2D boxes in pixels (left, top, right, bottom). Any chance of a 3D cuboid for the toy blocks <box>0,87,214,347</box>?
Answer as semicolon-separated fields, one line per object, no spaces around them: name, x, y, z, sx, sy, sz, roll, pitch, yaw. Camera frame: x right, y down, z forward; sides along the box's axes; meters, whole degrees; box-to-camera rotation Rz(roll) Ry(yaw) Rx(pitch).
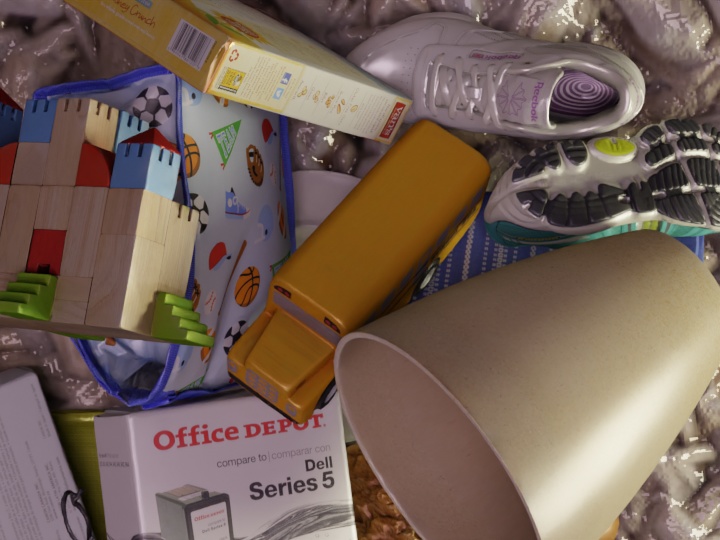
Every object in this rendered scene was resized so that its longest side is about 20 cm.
toy blocks;-0.165;-0.035;0.927;0.199;0.100;0.137;4;80;33

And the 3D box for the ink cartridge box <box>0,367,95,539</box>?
ink cartridge box;-0.292;0.177;1.128;0.199;0.057;0.163;-21;100;-24

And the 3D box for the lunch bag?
lunch bag;-0.118;-0.019;1.039;0.123;0.170;0.201;-8;90;23

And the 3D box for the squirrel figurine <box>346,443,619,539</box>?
squirrel figurine;0.075;0.162;1.101;0.199;0.142;0.188;1;97;-11

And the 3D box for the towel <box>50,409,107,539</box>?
towel;-0.190;0.200;1.206;0.086;0.018;0.201;-2;104;5

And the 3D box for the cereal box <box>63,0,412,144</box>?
cereal box;-0.075;-0.136;0.994;0.144;0.200;0.040;34;103;30

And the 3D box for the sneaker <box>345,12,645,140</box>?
sneaker;0.086;-0.125;1.055;0.199;0.100;0.075;4;103;5

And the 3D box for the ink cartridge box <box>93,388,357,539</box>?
ink cartridge box;-0.081;0.179;1.045;0.145;0.084;0.201;-7;88;-23

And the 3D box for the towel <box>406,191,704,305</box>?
towel;0.126;0.017;1.086;0.199;0.024;0.145;6;64;5

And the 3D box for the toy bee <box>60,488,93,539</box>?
toy bee;-0.113;0.207;1.132;0.108;0.200;0.131;-21;70;3

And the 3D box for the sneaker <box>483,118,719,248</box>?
sneaker;0.172;-0.049;1.061;0.199;0.080;0.078;-2;69;-20

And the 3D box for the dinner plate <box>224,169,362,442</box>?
dinner plate;-0.032;0.030;1.145;0.199;0.024;0.201;1;103;5

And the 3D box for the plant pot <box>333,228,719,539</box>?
plant pot;0.119;0.066;0.971;0.200;0.187;0.188;-33;101;-22

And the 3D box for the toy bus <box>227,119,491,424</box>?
toy bus;0.000;0.000;1.033;0.065;0.078;0.200;35;61;12
